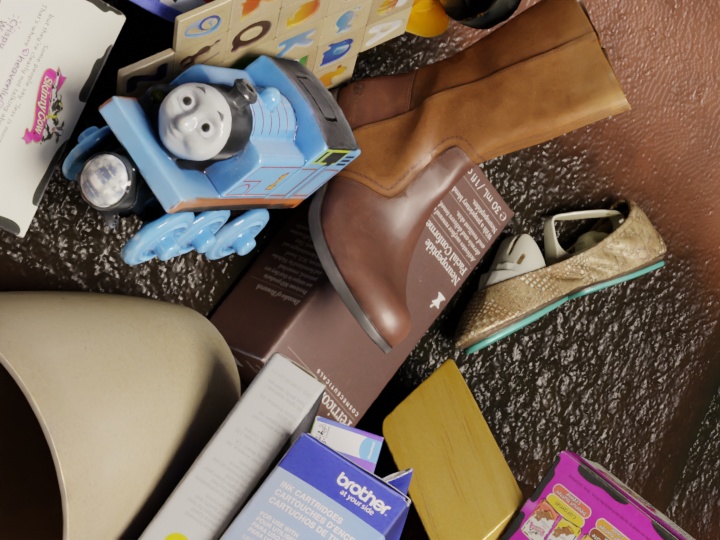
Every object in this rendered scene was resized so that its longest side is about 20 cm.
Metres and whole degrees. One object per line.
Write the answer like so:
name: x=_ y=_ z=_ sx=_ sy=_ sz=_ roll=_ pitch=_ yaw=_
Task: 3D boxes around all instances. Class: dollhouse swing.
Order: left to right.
dollhouse swing: x=0.031 y=0.208 z=1.346 sx=0.175 sy=0.182 sz=0.200 roll=-24 pitch=139 yaw=-3

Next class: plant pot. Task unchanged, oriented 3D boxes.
plant pot: x=-0.165 y=0.087 z=1.121 sx=0.200 sy=0.187 sz=0.188 roll=-21 pitch=118 yaw=-53

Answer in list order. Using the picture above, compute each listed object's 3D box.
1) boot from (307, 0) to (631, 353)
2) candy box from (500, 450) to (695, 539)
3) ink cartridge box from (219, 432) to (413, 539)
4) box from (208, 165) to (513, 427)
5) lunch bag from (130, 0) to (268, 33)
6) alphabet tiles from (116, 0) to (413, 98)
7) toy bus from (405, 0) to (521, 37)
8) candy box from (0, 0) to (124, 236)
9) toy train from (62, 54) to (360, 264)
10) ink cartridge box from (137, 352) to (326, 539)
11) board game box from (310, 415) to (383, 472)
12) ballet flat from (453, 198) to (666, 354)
boot: x=0.069 y=-0.060 z=1.191 sx=0.199 sy=0.189 sz=0.069 roll=-21 pitch=138 yaw=13
candy box: x=0.127 y=0.232 z=1.228 sx=0.200 sy=0.136 sz=0.061 roll=-55 pitch=145 yaw=6
ink cartridge box: x=-0.045 y=0.181 z=1.086 sx=0.200 sy=0.076 sz=0.137 roll=-54 pitch=168 yaw=-27
box: x=0.000 y=0.000 z=1.289 sx=0.200 sy=0.075 sz=0.100 roll=-52 pitch=131 yaw=-14
lunch bag: x=-0.070 y=-0.224 z=1.086 sx=0.200 sy=0.124 sz=0.170 roll=25 pitch=122 yaw=-37
alphabet tiles: x=-0.052 y=-0.127 z=1.155 sx=0.200 sy=0.006 sz=0.167 roll=-25 pitch=162 yaw=-18
toy bus: x=0.062 y=-0.268 z=1.215 sx=0.135 sy=0.200 sz=0.193 roll=19 pitch=49 yaw=-44
candy box: x=-0.236 y=-0.120 z=1.042 sx=0.200 sy=0.061 sz=0.137 roll=30 pitch=83 yaw=-42
toy train: x=-0.082 y=-0.065 z=1.110 sx=0.114 sy=0.087 sz=0.200 roll=-39 pitch=169 yaw=16
ink cartridge box: x=-0.100 y=0.168 z=1.133 sx=0.200 sy=0.047 sz=0.198 roll=-56 pitch=174 yaw=-30
board game box: x=-0.043 y=0.204 z=1.233 sx=0.045 sy=0.135 sz=0.201 roll=18 pitch=69 yaw=-1
ballet flat: x=0.133 y=-0.002 z=1.421 sx=0.200 sy=0.070 sz=0.065 roll=-23 pitch=90 yaw=-37
